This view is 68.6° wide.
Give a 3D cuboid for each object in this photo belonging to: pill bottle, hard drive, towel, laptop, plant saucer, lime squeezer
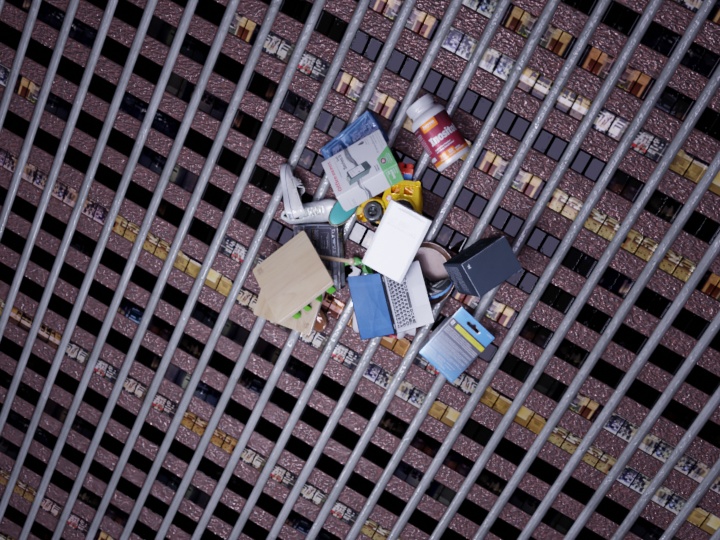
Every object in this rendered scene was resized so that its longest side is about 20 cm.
[{"bbox_3d":[0.220,-0.402,1.531,0.112,0.113,0.202,-34,93,13],"label":"pill bottle"},{"bbox_3d":[0.078,0.150,1.646,0.196,0.112,0.115,8,101,8],"label":"pill bottle"},{"bbox_3d":[0.103,-0.082,1.507,0.130,0.027,0.203,27,108,5],"label":"hard drive"},{"bbox_3d":[-0.017,-0.383,1.605,0.199,0.049,0.112,-36,93,12],"label":"towel"},{"bbox_3d":[0.089,0.085,1.537,0.197,0.115,0.191,-19,77,23],"label":"laptop"},{"bbox_3d":[0.198,0.010,1.645,0.196,0.034,0.205,2,100,10],"label":"plant saucer"},{"bbox_3d":[0.000,0.000,1.672,0.197,0.038,0.072,24,102,4],"label":"lime squeezer"}]

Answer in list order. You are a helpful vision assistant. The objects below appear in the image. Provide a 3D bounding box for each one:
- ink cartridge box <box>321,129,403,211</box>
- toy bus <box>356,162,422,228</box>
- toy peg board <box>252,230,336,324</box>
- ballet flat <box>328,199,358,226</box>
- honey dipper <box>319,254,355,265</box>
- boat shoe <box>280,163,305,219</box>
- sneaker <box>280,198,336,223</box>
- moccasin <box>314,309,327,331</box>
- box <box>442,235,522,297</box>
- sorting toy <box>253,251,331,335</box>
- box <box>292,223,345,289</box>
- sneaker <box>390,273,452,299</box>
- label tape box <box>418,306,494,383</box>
[{"bbox_3d":[0.005,-0.288,1.530,0.197,0.084,0.148,-28,61,7],"label":"ink cartridge box"},{"bbox_3d":[0.095,-0.225,1.581,0.196,0.136,0.197,5,87,11],"label":"toy bus"},{"bbox_3d":[-0.184,0.031,1.557,0.199,0.098,0.201,-36,61,6],"label":"toy peg board"},{"bbox_3d":[-0.028,-0.219,1.616,0.070,0.071,0.202,34,91,2],"label":"ballet flat"},{"bbox_3d":[-0.110,-0.040,1.618,0.196,0.038,0.039,8,101,14],"label":"honey dipper"},{"bbox_3d":[-0.202,-0.248,1.610,0.064,0.072,0.203,-14,55,5],"label":"boat shoe"},{"bbox_3d":[-0.155,-0.178,1.646,0.196,0.080,0.072,-10,96,9],"label":"sneaker"},{"bbox_3d":[-0.183,0.117,1.699,0.073,0.078,0.203,-36,92,13],"label":"moccasin"},{"bbox_3d":[0.345,-0.012,1.516,0.147,0.200,0.108,-32,93,-4],"label":"box"},{"bbox_3d":[-0.202,0.071,1.627,0.195,0.070,0.204,18,87,14],"label":"sorting toy"},{"bbox_3d":[-0.130,-0.045,1.666,0.155,0.048,0.205,1,99,21],"label":"box"},{"bbox_3d":[0.180,0.042,1.600,0.195,0.071,0.085,-4,105,13],"label":"sneaker"},{"bbox_3d":[0.299,0.226,1.649,0.144,0.063,0.201,42,103,1],"label":"label tape box"}]
